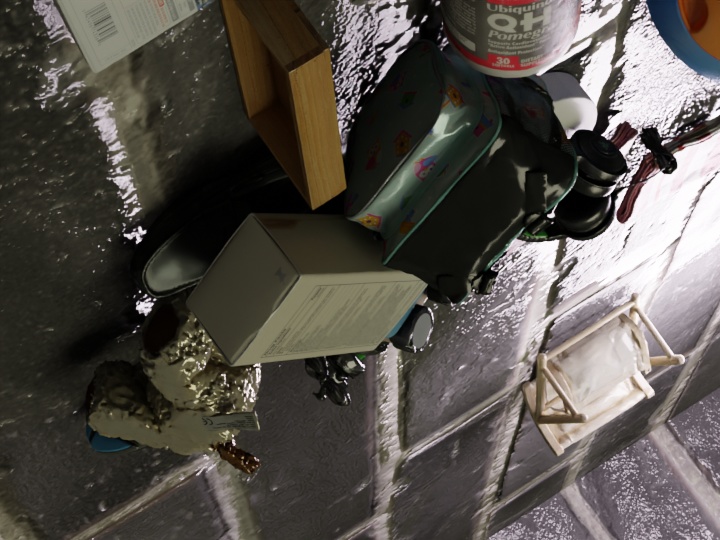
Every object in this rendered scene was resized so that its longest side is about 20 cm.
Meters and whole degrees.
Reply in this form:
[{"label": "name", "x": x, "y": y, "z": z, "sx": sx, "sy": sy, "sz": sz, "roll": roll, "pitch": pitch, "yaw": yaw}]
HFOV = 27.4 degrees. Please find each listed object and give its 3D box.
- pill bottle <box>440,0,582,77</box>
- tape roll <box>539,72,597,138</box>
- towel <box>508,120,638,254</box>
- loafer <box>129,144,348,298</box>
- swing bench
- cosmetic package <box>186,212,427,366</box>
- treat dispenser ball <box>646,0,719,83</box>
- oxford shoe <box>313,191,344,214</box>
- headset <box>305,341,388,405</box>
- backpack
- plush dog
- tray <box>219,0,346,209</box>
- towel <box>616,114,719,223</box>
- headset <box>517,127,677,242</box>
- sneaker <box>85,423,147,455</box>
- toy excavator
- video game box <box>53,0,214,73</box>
[{"label": "pill bottle", "x": 0.109, "y": -0.234, "z": 1.066, "sx": 0.110, "sy": 0.111, "sz": 0.200, "roll": -32, "pitch": 159, "yaw": -7}, {"label": "tape roll", "x": 0.146, "y": -0.116, "z": 1.479, "sx": 0.201, "sy": 0.037, "sz": 0.203, "roll": -30, "pitch": 159, "yaw": -13}, {"label": "towel", "x": 0.217, "y": -0.081, "z": 1.629, "sx": 0.199, "sy": 0.023, "sz": 0.144, "roll": -40, "pitch": 171, "yaw": -4}, {"label": "loafer", "x": -0.098, "y": -0.043, "z": 1.196, "sx": 0.200, "sy": 0.070, "sz": 0.068, "roll": -36, "pitch": 129, "yaw": -3}, {"label": "swing bench", "x": 0.368, "y": 0.165, "z": 2.301, "sx": 0.197, "sy": 0.131, "sz": 0.200, "roll": -30, "pitch": 164, "yaw": -15}, {"label": "cosmetic package", "x": -0.036, "y": 0.013, "z": 1.202, "sx": 0.105, "sy": 0.071, "sz": 0.199, "roll": -50, "pitch": 155, "yaw": 23}, {"label": "treat dispenser ball", "x": 0.337, "y": -0.255, "z": 1.241, "sx": 0.199, "sy": 0.202, "sz": 0.201, "roll": -30, "pitch": 159, "yaw": -13}, {"label": "oxford shoe", "x": 0.047, "y": -0.064, "z": 1.340, "sx": 0.198, "sy": 0.085, "sz": 0.073, "roll": -21, "pitch": 149, "yaw": -17}, {"label": "headset", "x": -0.003, "y": 0.086, "z": 1.584, "sx": 0.124, "sy": 0.094, "sz": 0.199, "roll": -46, "pitch": 168, "yaw": 25}, {"label": "backpack", "x": 0.075, "y": -0.099, "z": 1.209, "sx": 0.176, "sy": 0.152, "sz": 0.201, "roll": -52, "pitch": -164, "yaw": 29}, {"label": "plush dog", "x": -0.131, "y": 0.074, "z": 1.315, "sx": 0.200, "sy": 0.159, "sz": 0.173, "roll": -43, "pitch": -160, "yaw": 46}, {"label": "tray", "x": -0.054, "y": -0.132, "z": 1.050, "sx": 0.037, "sy": 0.099, "sz": 0.201, "roll": -31, "pitch": 159, "yaw": -11}, {"label": "towel", "x": 0.415, "y": -0.138, "z": 1.843, "sx": 0.198, "sy": 0.023, "sz": 0.145, "roll": -28, "pitch": 159, "yaw": -18}, {"label": "headset", "x": 0.230, "y": -0.098, "z": 1.514, "sx": 0.197, "sy": 0.095, "sz": 0.124, "roll": -12, "pitch": 142, "yaw": -12}, {"label": "sneaker", "x": -0.175, "y": 0.120, "z": 1.444, "sx": 0.199, "sy": 0.074, "sz": 0.082, "roll": -33, "pitch": 161, "yaw": -4}, {"label": "toy excavator", "x": 0.000, "y": 0.000, "z": 1.405, "sx": 0.195, "sy": 0.099, "sz": 0.201, "roll": -55, "pitch": 144, "yaw": -26}, {"label": "video game box", "x": -0.110, "y": -0.221, "z": 0.850, "sx": 0.181, "sy": 0.047, "sz": 0.200, "roll": -30, "pitch": 159, "yaw": -8}]
